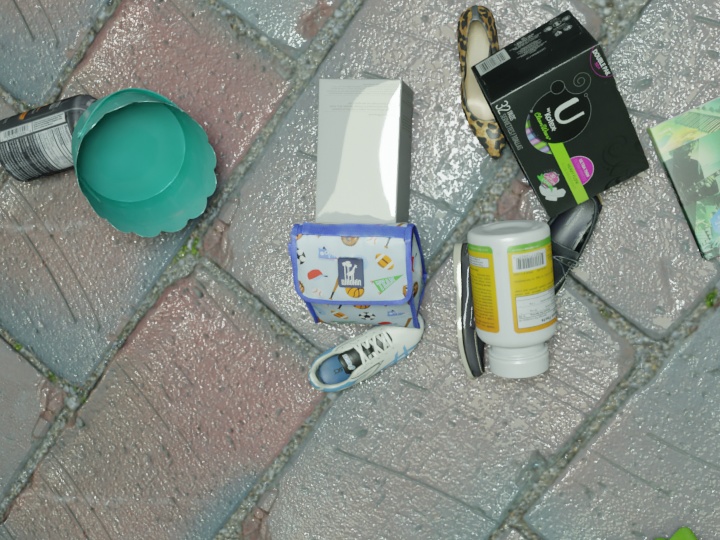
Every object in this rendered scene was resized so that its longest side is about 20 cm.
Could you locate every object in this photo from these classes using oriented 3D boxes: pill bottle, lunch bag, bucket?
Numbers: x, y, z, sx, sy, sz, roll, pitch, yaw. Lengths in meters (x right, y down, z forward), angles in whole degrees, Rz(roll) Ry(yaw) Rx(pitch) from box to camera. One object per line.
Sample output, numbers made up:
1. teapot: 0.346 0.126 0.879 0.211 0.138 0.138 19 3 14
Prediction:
1. pill bottle: -0.462 -0.213 1.224 0.199 0.106 0.107 -14 92 13
2. lunch bag: 0.000 0.000 1.085 0.169 0.200 0.124 2 61 10
3. bucket: -0.323 -0.165 1.142 0.207 0.135 0.208 -13 118 -25
4. pill bottle: 0.209 0.039 1.061 0.111 0.111 0.201 -4 103 13

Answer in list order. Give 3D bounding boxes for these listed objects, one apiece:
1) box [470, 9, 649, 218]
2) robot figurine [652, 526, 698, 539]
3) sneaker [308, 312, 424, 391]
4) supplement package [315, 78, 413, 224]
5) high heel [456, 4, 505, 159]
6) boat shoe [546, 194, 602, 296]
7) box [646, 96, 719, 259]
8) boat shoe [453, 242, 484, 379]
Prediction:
1. box: 0.260 -0.201 1.015 0.148 0.124 0.200 -28 124 14
2. robot figurine: 0.425 0.461 1.089 0.175 0.116 0.200 32 101 -1
3. sneaker: 0.010 0.125 1.171 0.200 0.072 0.072 -32 86 12
4. supplement package: 0.007 -0.166 1.119 0.119 0.121 0.201 3 95 11
5. high heel: 0.167 -0.254 1.065 0.071 0.143 0.201 -8 93 13
6. boat shoe: 0.278 -0.029 1.104 0.074 0.062 0.200 30 102 6
7. box: 0.500 -0.134 1.059 0.144 0.036 0.200 -24 89 13
8. boat shoe: 0.173 0.057 1.130 0.063 0.073 0.201 -4 90 16
